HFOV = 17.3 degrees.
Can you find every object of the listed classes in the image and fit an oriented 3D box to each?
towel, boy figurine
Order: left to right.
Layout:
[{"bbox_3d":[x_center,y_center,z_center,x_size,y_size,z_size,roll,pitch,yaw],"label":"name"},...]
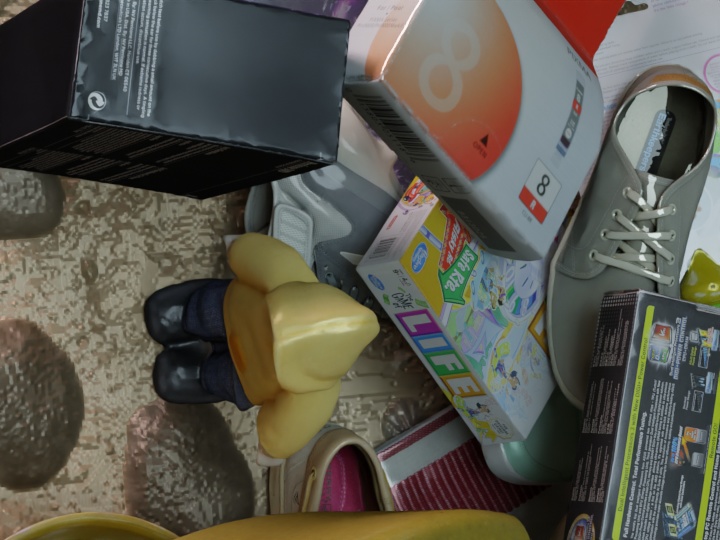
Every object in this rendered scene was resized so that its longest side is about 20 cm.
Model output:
[{"bbox_3d":[-0.050,0.042,1.241,0.064,0.200,0.125,-7,93,-23],"label":"boy figurine"},{"bbox_3d":[0.100,0.164,1.393,0.144,0.023,0.201,-29,97,-21],"label":"towel"}]

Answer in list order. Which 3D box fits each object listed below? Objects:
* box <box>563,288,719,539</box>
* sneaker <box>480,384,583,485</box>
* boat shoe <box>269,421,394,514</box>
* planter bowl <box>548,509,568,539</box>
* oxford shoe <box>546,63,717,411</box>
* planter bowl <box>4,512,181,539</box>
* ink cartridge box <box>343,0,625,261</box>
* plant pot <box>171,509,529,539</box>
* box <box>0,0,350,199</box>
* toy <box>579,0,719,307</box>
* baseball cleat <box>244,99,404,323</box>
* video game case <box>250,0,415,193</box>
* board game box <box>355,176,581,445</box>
[{"bbox_3d":[0.190,0.123,1.253,0.159,0.044,0.201,12,82,-20],"label":"box"},{"bbox_3d":[0.169,0.072,1.354,0.200,0.118,0.074,-12,88,-34],"label":"sneaker"},{"bbox_3d":[-0.009,0.184,1.319,0.073,0.069,0.201,-9,90,-23],"label":"boat shoe"},{"bbox_3d":[0.177,0.195,1.338,0.199,0.135,0.202,2,85,-21],"label":"planter bowl"},{"bbox_3d":[0.149,-0.019,1.298,0.075,0.058,0.201,16,87,-3],"label":"oxford shoe"},{"bbox_3d":[-0.158,0.226,1.239,0.199,0.083,0.202,2,86,-32],"label":"planter bowl"},{"bbox_3d":[0.085,-0.131,1.255,0.162,0.050,0.201,44,69,-38],"label":"ink cartridge box"},{"bbox_3d":[-0.006,0.211,1.184,0.199,0.195,0.195,-23,99,-38],"label":"plant pot"},{"bbox_3d":[-0.108,-0.090,1.223,0.140,0.200,0.079,11,82,-23],"label":"box"},{"bbox_3d":[0.174,-0.059,1.357,0.114,0.047,0.201,-14,82,-10],"label":"toy"},{"bbox_3d":[0.000,0.000,1.333,0.106,0.070,0.201,-34,111,-8],"label":"baseball cleat"},{"bbox_3d":[0.028,-0.110,1.380,0.199,0.019,0.144,-17,93,-22],"label":"video game case"},{"bbox_3d":[0.087,-0.021,1.333,0.135,0.034,0.200,54,49,-26],"label":"board game box"}]
